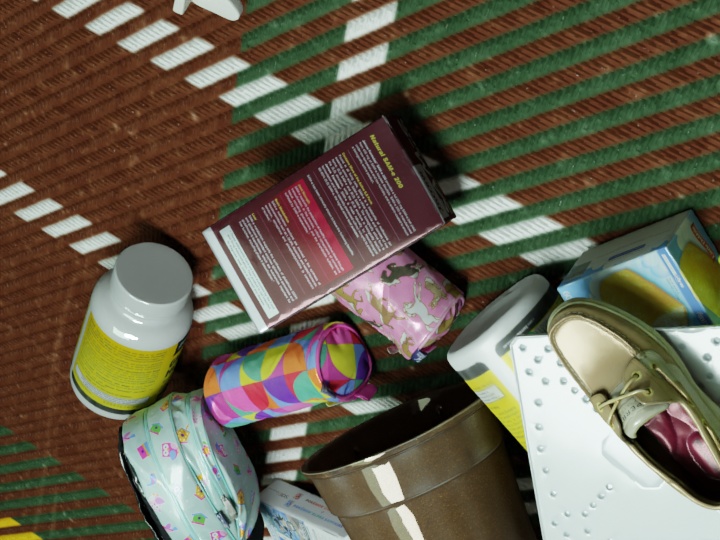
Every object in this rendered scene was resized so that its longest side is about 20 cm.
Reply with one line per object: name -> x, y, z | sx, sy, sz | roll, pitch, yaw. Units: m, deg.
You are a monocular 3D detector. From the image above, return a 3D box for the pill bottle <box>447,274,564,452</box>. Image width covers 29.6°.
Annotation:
pill bottle -> 0.180, 0.112, 1.201 | 0.200, 0.114, 0.114 | 49, 136, -4

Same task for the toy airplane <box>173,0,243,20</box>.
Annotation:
toy airplane -> -0.123, -0.298, 1.126 | 0.198, 0.142, 0.200 | 12, 165, 42

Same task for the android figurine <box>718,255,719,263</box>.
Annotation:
android figurine -> 0.372, 0.001, 1.025 | 0.199, 0.041, 0.183 | -4, 119, 35

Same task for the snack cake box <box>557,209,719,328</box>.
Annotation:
snack cake box -> 0.268, 0.063, 1.131 | 0.115, 0.067, 0.201 | -24, 105, 42

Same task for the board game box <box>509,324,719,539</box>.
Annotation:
board game box -> 0.233, 0.139, 1.105 | 0.198, 0.026, 0.202 | -4, 106, 26

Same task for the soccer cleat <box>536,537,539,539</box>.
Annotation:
soccer cleat -> 0.183, 0.322, 1.386 | 0.199, 0.070, 0.087 | 26, 130, 18

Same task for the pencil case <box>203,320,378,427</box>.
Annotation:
pencil case -> -0.076, 0.113, 1.417 | 0.199, 0.088, 0.089 | -15, 112, 44

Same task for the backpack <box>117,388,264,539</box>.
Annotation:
backpack -> -0.184, 0.231, 1.498 | 0.126, 0.167, 0.201 | -26, 108, -1

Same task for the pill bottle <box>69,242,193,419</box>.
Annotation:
pill bottle -> -0.246, 0.065, 1.485 | 0.112, 0.112, 0.201 | 36, 136, 8

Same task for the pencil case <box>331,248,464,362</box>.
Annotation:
pencil case -> 0.000, 0.000, 1.277 | 0.199, 0.087, 0.083 | 38, 171, 8

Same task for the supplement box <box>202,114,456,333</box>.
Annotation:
supplement box -> -0.028, -0.041, 1.206 | 0.199, 0.061, 0.109 | -30, 89, 17

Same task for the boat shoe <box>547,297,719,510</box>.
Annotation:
boat shoe -> 0.221, 0.102, 1.044 | 0.200, 0.066, 0.074 | 41, 119, 6

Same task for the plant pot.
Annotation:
plant pot -> 0.072, 0.234, 1.282 | 0.199, 0.200, 0.200 | -20, 95, 44

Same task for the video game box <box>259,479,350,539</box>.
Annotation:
video game box -> -0.023, 0.347, 1.546 | 0.181, 0.047, 0.201 | 9, 128, 50
